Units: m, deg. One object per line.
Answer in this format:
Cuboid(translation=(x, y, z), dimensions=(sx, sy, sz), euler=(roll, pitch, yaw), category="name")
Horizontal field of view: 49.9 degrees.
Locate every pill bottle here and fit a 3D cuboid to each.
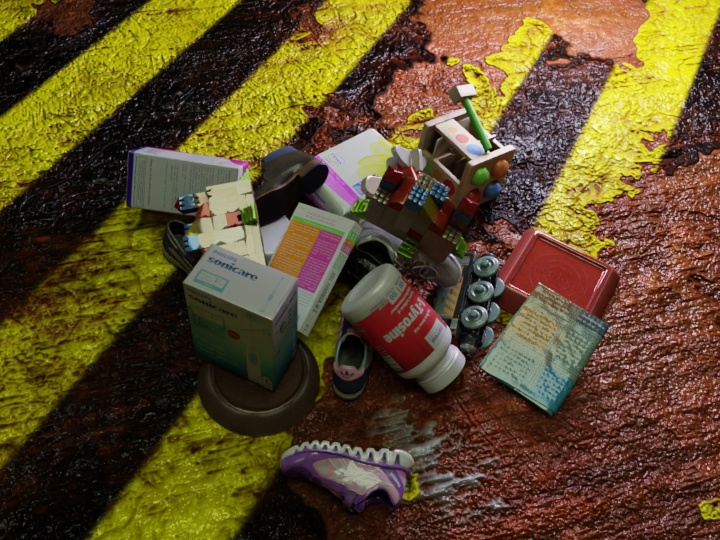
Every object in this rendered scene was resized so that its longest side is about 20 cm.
Cuboid(translation=(0.071, 0.096, 1.228), dimensions=(0.200, 0.112, 0.113), euler=(47, 55, -12), category="pill bottle")

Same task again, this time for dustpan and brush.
Cuboid(translation=(-0.148, -0.024, 1.385), dimensions=(0.139, 0.058, 0.200), euler=(-29, 54, -33), category="dustpan and brush")

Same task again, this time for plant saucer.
Cuboid(translation=(0.356, 0.020, 1.408), dimensions=(0.198, 0.037, 0.200), euler=(28, 55, 15), category="plant saucer")
Cuboid(translation=(-0.163, 0.166, 1.242), dimensions=(0.197, 0.035, 0.202), euler=(2, 53, -3), category="plant saucer")

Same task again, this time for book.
Cuboid(translation=(-0.093, -0.003, 1.291), dimensions=(0.133, 0.048, 0.202), euler=(19, 77, 42), category="book")

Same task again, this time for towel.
Cuboid(translation=(0.310, 0.130, 1.304), dimensions=(0.146, 0.022, 0.200), euler=(33, 66, 16), category="towel")

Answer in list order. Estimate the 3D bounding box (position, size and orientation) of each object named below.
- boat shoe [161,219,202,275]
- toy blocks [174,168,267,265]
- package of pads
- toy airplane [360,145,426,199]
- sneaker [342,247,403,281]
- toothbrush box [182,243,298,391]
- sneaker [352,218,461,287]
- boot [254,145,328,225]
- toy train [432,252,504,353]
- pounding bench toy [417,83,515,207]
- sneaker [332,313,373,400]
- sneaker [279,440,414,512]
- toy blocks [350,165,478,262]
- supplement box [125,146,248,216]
Cuboid(translation=(-0.272, -0.019, 1.347), dimensions=(0.199, 0.074, 0.075), euler=(30, 55, 17), category="boat shoe")
Cuboid(translation=(-0.235, -0.061, 1.291), dimensions=(0.135, 0.100, 0.203), euler=(-11, 81, -5), category="toy blocks")
Cuboid(translation=(-0.007, -0.180, 1.504), dimensions=(0.199, 0.069, 0.155), euler=(-30, 62, -26), category="package of pads")
Cuboid(translation=(0.082, -0.122, 1.403), dimensions=(0.200, 0.141, 0.200), euler=(44, 31, -15), category="toy airplane")
Cuboid(translation=(0.000, 0.000, 1.345), dimensions=(0.105, 0.075, 0.201), euler=(2, 40, -31), category="sneaker")
Cuboid(translation=(-0.175, 0.074, 1.164), dimensions=(0.145, 0.201, 0.086), euler=(22, 53, 11), category="toothbrush box")
Cuboid(translation=(0.074, -0.017, 1.304), dimensions=(0.198, 0.075, 0.082), euler=(26, 49, 6), category="sneaker")
Cuboid(translation=(-0.163, -0.155, 1.419), dimensions=(0.199, 0.075, 0.097), euler=(-33, 53, -20), category="boot")
Cuboid(translation=(0.180, 0.053, 1.334), dimensions=(0.113, 0.086, 0.202), euler=(1, 52, 25), category="toy train")
Cuboid(translation=(0.209, -0.233, 1.477), dimensions=(0.123, 0.201, 0.156), euler=(-24, 57, -30), category="pounding bench toy")
Cuboid(translation=(-0.005, 0.107, 1.272), dimensions=(0.069, 0.082, 0.202), euler=(4, 51, 1), category="sneaker")
Cuboid(translation=(-0.021, 0.304, 1.126), dimensions=(0.197, 0.081, 0.089), euler=(6, 59, -2), category="sneaker")
Cuboid(translation=(0.093, -0.095, 1.217), dimensions=(0.198, 0.137, 0.101), euler=(29, 65, 2), category="toy blocks")
Cuboid(translation=(-0.313, -0.159, 1.411), dimensions=(0.197, 0.105, 0.101), euler=(7, 14, 1), category="supplement box")
